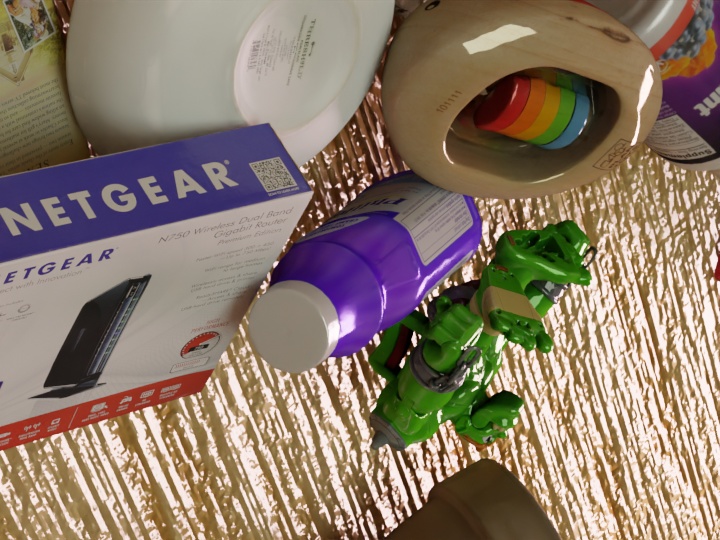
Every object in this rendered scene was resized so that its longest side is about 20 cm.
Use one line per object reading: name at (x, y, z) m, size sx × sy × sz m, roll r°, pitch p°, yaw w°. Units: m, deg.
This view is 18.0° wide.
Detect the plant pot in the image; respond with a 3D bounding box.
plant pot at (0.043, 0.239, 1.378) m, size 0.173 × 0.200 × 0.201 m, roll -23°, pitch 122°, yaw -13°

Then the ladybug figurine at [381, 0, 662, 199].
ladybug figurine at (0.087, -0.104, 1.268) m, size 0.199 × 0.072 × 0.136 m, roll 17°, pitch 127°, yaw -46°

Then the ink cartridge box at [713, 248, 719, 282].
ink cartridge box at (0.347, -0.034, 1.510) m, size 0.085 × 0.200 × 0.149 m, roll 6°, pitch 103°, yaw -42°

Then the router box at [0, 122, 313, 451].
router box at (-0.144, 0.016, 1.143) m, size 0.199 × 0.049 × 0.180 m, roll -15°, pitch 151°, yaw -36°

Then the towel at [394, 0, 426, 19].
towel at (0.007, -0.226, 1.255) m, size 0.199 × 0.036 × 0.149 m, roll 18°, pitch 93°, yaw -43°

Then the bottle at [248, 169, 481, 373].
bottle at (0.000, 0.000, 1.251) m, size 0.200 × 0.083 × 0.066 m, roll -39°, pitch 108°, yaw -60°

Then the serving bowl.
serving bowl at (-0.053, -0.122, 1.173) m, size 0.199 × 0.066 × 0.201 m, roll -25°, pitch 132°, yaw -31°

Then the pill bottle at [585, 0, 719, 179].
pill bottle at (0.203, -0.131, 1.409) m, size 0.200 × 0.111 × 0.112 m, roll 35°, pitch 83°, yaw -43°

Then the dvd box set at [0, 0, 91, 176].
dvd box set at (-0.210, -0.084, 1.122) m, size 0.146 × 0.029 × 0.201 m, roll -30°, pitch 123°, yaw -30°

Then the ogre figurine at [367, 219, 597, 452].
ogre figurine at (0.068, 0.041, 1.349) m, size 0.098 × 0.200 × 0.120 m, roll 32°, pitch 122°, yaw -9°
